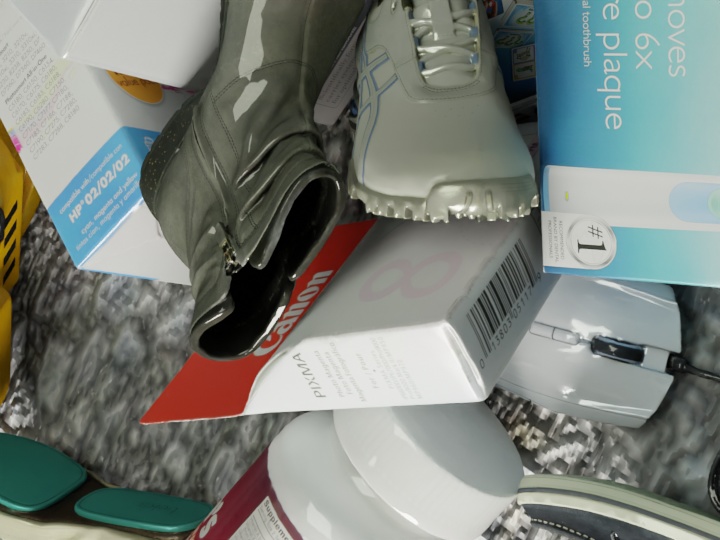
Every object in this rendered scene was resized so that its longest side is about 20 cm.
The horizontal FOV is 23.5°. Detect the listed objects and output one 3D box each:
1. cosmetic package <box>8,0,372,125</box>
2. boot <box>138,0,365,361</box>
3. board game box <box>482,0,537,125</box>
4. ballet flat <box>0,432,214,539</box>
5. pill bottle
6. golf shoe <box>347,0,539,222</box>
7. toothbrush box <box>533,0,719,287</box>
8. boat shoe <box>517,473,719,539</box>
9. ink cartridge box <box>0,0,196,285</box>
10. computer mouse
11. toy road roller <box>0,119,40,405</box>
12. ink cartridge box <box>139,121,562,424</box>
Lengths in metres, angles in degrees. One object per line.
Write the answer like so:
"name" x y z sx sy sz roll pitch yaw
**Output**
"cosmetic package" -0.101 -0.189 0.864 0.199 0.199 0.123 46 111 32
"boot" -0.028 -0.067 0.757 0.201 0.067 0.131 -62 32 22
"board game box" 0.135 -0.155 0.784 0.199 0.034 0.128 -17 75 35
"ballet flat" -0.157 0.145 0.957 0.199 0.069 0.070 14 93 36
"pill bottle" -0.019 0.137 0.820 0.200 0.109 0.110 -49 59 22
"golf shoe" 0.028 -0.085 0.748 0.200 0.077 0.098 -112 20 -65
"toothbrush box" 0.174 -0.070 0.686 0.198 0.085 0.148 6 106 33
"boat shoe" 0.147 0.134 0.719 0.199 0.074 0.063 21 91 32
"ink cartridge box" -0.132 -0.092 0.929 0.068 0.115 0.201 -43 62 23
"computer mouse" 0.106 0.035 0.779 0.199 0.044 0.111 14 94 37
"toy road roller" -0.248 -0.016 1.012 0.122 0.146 0.201 22 133 9
"ink cartridge box" 0.000 0.000 0.798 0.198 0.163 0.057 -3 124 34
